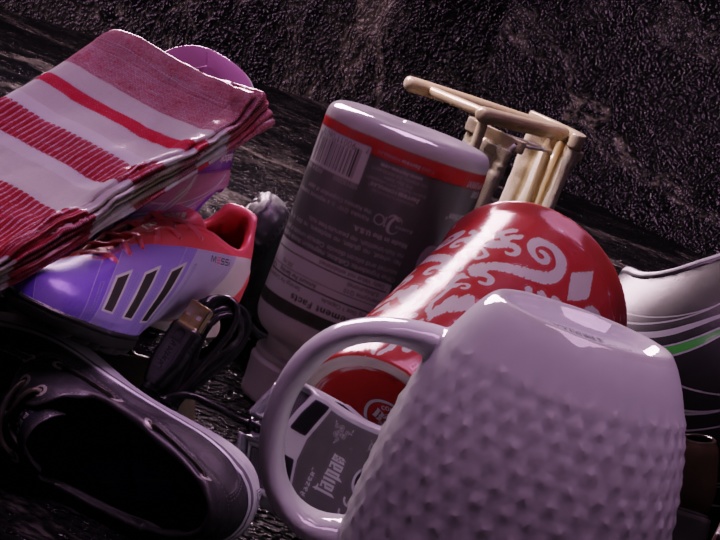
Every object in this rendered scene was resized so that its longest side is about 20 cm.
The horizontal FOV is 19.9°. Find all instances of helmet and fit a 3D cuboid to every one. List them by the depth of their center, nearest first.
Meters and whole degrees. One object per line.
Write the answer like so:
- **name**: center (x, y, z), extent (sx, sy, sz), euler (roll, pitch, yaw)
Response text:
- **helmet**: center (0.221, 0.089, 1.331), extent (0.189, 0.202, 0.200), euler (-12, -1, 17)

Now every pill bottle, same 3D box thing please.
- **pill bottle**: center (0.000, 0.000, 1.345), extent (0.113, 0.201, 0.114), euler (20, 8, -3)

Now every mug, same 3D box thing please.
- **mug**: center (0.049, 0.097, 0.946), extent (0.199, 0.176, 0.148), euler (21, 8, 5)
- **mug**: center (0.075, 0.061, 1.193), extent (0.177, 0.134, 0.200), euler (16, 30, 26)

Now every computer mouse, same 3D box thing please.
- **computer mouse**: center (-0.031, 0.100, 1.079), extent (0.199, 0.110, 0.044), euler (31, -15, -12)

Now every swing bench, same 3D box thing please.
- **swing bench**: center (0.116, -0.062, 1.994), extent (0.199, 0.200, 0.130), euler (11, 12, -42)

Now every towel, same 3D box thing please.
- **towel**: center (-0.162, -0.060, 1.058), extent (0.200, 0.023, 0.144), euler (-35, 41, -30)

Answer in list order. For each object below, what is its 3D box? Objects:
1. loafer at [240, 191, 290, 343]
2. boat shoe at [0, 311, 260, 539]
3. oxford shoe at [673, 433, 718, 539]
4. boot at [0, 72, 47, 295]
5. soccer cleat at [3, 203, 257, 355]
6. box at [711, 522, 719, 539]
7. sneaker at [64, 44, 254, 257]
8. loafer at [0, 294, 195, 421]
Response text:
- **loafer**: center (-0.067, 0.002, 1.442), extent (0.070, 0.068, 0.201), euler (38, -19, 5)
- **boat shoe**: center (-0.145, 0.079, 1.002), extent (0.199, 0.070, 0.066), euler (30, 9, 12)
- **oxford shoe**: center (0.111, 0.086, 1.084), extent (0.199, 0.085, 0.072), euler (21, -7, -36)
- **boot**: center (-0.246, -0.026, 1.341), extent (0.131, 0.201, 0.070), euler (-20, -41, 25)
- **soccer cleat**: center (-0.116, -0.002, 1.071), extent (0.068, 0.074, 0.200), euler (28, 11, 21)
- **box**: center (0.210, 0.176, 1.080), extent (0.075, 0.101, 0.200), euler (22, 10, 11)
- **sneaker**: center (-0.140, -0.039, 1.134), extent (0.200, 0.089, 0.080), euler (-35, 60, -27)
- **loafer**: center (-0.161, 0.044, 1.145), extent (0.199, 0.070, 0.075), euler (26, 10, 31)
